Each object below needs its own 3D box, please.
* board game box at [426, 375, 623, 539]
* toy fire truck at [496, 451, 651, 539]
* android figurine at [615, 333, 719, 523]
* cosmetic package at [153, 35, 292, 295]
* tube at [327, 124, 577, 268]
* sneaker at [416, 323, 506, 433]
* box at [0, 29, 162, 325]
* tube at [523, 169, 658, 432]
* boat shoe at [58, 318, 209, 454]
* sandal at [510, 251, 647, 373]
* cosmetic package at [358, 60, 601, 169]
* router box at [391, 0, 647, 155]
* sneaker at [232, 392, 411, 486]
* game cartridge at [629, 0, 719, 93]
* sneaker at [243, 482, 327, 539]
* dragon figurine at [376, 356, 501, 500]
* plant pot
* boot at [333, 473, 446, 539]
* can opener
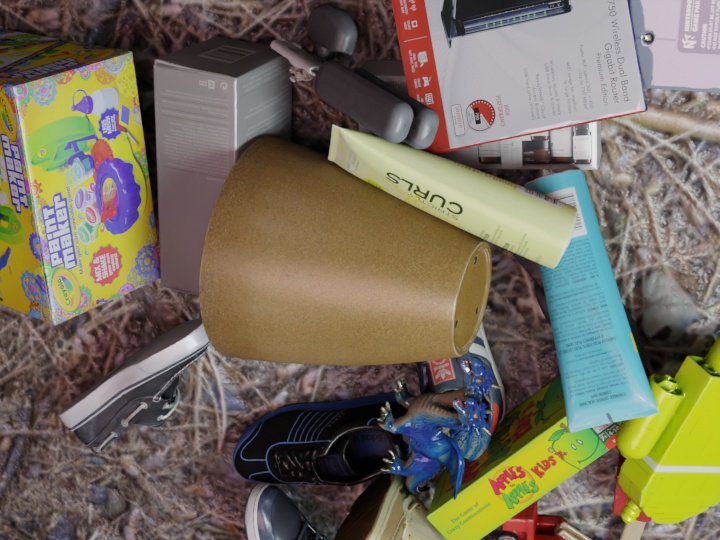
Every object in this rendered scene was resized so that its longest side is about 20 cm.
[{"bbox_3d":[0.152,0.155,1.213,0.200,0.102,0.048,-40,99,25],"label":"board game box"},{"bbox_3d":[0.197,0.261,1.275,0.139,0.049,0.202,3,114,12],"label":"toy fire truck"},{"bbox_3d":[0.283,0.132,1.142,0.041,0.181,0.201,48,121,42],"label":"android figurine"},{"bbox_3d":[-0.115,-0.086,1.176,0.089,0.107,0.202,14,114,20],"label":"cosmetic package"},{"bbox_3d":[0.067,-0.060,1.064,0.198,0.052,0.058,23,124,1],"label":"tube"},{"bbox_3d":[0.072,0.065,1.206,0.074,0.085,0.201,-22,105,22],"label":"sneaker"},{"bbox_3d":[-0.285,-0.085,1.177,0.191,0.121,0.202,17,120,40],"label":"box"},{"bbox_3d":[0.177,0.023,1.100,0.077,0.050,0.202,-19,80,37],"label":"tube"},{"bbox_3d":[-0.202,0.115,1.307,0.199,0.072,0.068,-34,99,27],"label":"boat shoe"},{"bbox_3d":[0.171,0.016,1.170,0.043,0.076,0.201,-41,87,28],"label":"sandal"},{"bbox_3d":[0.097,-0.129,1.137,0.197,0.051,0.084,1,112,14],"label":"cosmetic package"},{"bbox_3d":[0.116,-0.204,1.065,0.177,0.049,0.203,-10,92,15],"label":"router box"},{"bbox_3d":[-0.038,0.166,1.281,0.198,0.078,0.071,-18,107,21],"label":"sneaker"},{"bbox_3d":[0.272,-0.236,1.053,0.132,0.041,0.202,5,113,9],"label":"game cartridge"},{"bbox_3d":[-0.016,0.277,1.311,0.145,0.077,0.204,-7,124,28],"label":"sneaker"},{"bbox_3d":[0.072,0.149,1.163,0.098,0.059,0.202,17,136,23],"label":"dragon figurine"},{"bbox_3d":[0.000,0.000,1.124,0.198,0.186,0.189,12,115,20],"label":"plant pot"},{"bbox_3d":[0.053,0.263,1.223,0.073,0.200,0.156,-42,89,7],"label":"boot"},{"bbox_3d":[-0.007,-0.154,1.083,0.052,0.200,0.067,6,115,-36],"label":"can opener"}]
